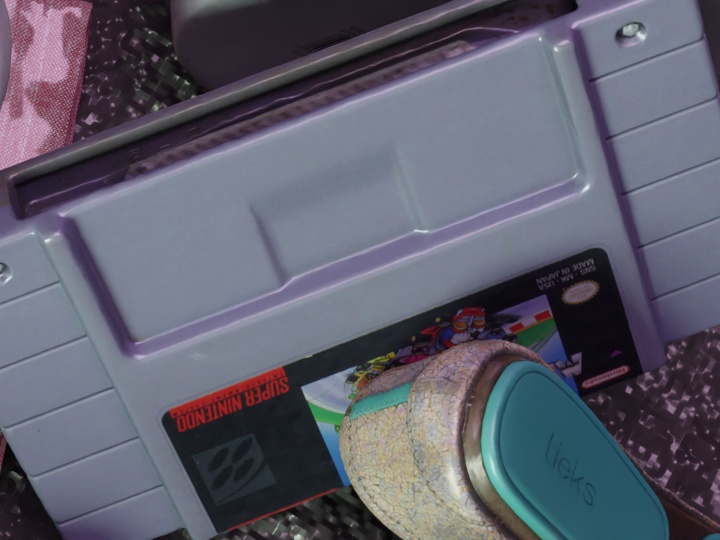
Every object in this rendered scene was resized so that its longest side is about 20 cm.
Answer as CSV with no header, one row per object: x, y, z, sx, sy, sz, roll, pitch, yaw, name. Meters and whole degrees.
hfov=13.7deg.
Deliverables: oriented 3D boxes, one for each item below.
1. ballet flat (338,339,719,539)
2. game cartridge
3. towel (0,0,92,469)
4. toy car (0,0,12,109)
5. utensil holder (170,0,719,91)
0.063,0.086,0.794,0.200,0.067,0.068,50,49,-32,ballet flat
0.000,0.000,0.760,0.200,0.130,0.038,-21,42,1,game cartridge
-0.181,-0.027,0.805,0.200,0.023,0.144,13,72,-8,towel
-0.195,-0.041,0.690,0.175,0.150,0.200,13,68,36,toy car
0.028,-0.154,0.819,0.170,0.170,0.200,2,73,-13,utensil holder
